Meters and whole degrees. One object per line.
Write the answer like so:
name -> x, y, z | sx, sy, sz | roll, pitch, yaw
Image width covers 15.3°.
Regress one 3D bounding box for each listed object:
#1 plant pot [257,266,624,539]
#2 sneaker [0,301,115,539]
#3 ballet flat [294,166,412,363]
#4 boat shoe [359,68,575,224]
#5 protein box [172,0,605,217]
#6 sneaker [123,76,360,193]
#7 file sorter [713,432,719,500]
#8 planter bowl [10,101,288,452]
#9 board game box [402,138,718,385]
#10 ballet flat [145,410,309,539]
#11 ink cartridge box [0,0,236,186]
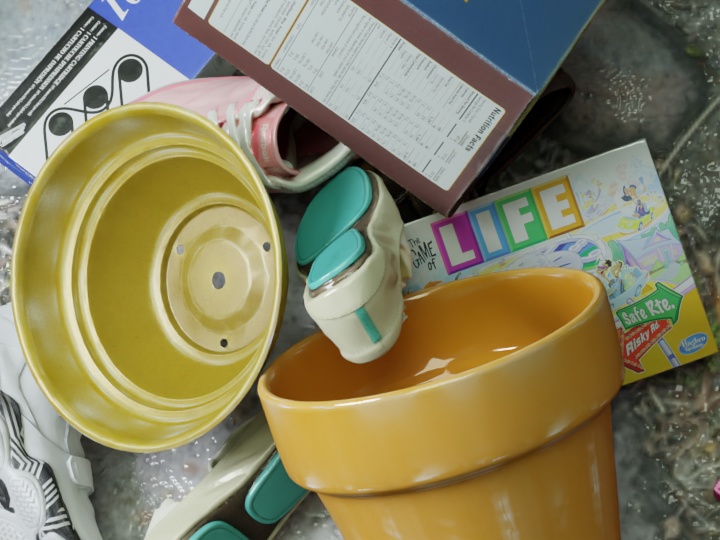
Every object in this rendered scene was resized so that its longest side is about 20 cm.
plant pot -> 0.063, 0.119, 1.492 | 0.199, 0.200, 0.184 | -16, 104, 4
sneaker -> -0.180, 0.101, 1.612 | 0.115, 0.075, 0.200 | -33, 90, -32
ballet flat -> 0.000, 0.000, 1.509 | 0.069, 0.200, 0.070 | 0, 109, 1
boat shoe -> 0.050, -0.061, 1.642 | 0.070, 0.070, 0.200 | 38, 83, 19
protein box -> 0.038, -0.182, 1.556 | 0.200, 0.135, 0.199 | 36, 53, -1
sneaker -> -0.080, -0.079, 1.617 | 0.199, 0.105, 0.076 | -11, 98, 8
file sorter -> 0.315, 0.109, 1.493 | 0.200, 0.126, 0.139 | 35, 77, 21
planter bowl -> -0.103, 0.005, 1.565 | 0.200, 0.083, 0.201 | -2, 87, 35
board game box -> 0.097, 0.018, 1.592 | 0.199, 0.034, 0.135 | -20, 91, 2
ballet flat -> -0.081, 0.143, 1.588 | 0.069, 0.070, 0.200 | 39, 78, 22
ink cartridge box -> -0.144, -0.130, 1.723 | 0.094, 0.044, 0.200 | 35, 78, 20
